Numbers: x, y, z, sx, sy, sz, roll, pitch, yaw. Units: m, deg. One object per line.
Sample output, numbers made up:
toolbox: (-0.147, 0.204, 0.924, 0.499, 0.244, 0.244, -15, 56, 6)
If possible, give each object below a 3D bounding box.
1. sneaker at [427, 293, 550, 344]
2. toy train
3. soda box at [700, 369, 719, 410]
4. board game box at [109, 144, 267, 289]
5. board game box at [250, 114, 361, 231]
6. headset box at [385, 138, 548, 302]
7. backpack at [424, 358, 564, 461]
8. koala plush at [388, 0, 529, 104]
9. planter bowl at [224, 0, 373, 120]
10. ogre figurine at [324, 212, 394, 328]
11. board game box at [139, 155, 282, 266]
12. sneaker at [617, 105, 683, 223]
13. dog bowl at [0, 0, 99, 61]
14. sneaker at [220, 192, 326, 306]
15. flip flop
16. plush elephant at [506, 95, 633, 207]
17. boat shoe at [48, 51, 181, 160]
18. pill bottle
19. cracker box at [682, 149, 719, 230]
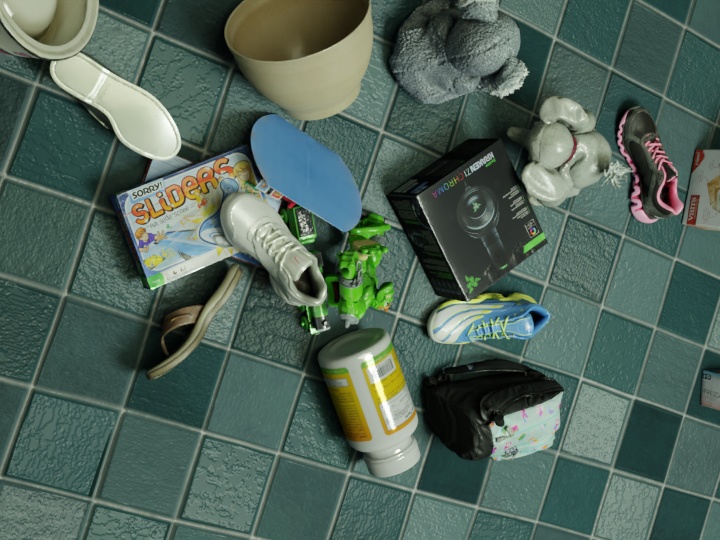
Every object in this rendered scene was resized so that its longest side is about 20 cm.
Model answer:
sneaker: (0.206, 0.074, 1.834, 0.199, 0.105, 0.076, -12, 100, -27)
toy train: (-0.075, -0.002, 1.705, 0.042, 0.056, 0.201, -16, 102, -26)
soda box: (0.708, 0.212, 2.140, 0.199, 0.064, 0.069, -1, 95, -29)
board game box: (-0.223, -0.074, 1.609, 0.200, 0.034, 0.136, -25, 106, -25)
board game box: (-0.086, -0.129, 1.670, 0.200, 0.039, 0.158, 31, 37, -29)
headset box: (0.166, -0.072, 1.806, 0.174, 0.093, 0.200, -34, 110, -21)
backpack: (0.215, 0.220, 1.838, 0.199, 0.167, 0.127, -10, 119, -30)
koala plush: (0.159, -0.321, 1.718, 0.183, 0.200, 0.178, -28, 107, -23)
planter bowl: (-0.071, -0.291, 1.619, 0.200, 0.200, 0.135, -37, 137, -20)
ogre figurine: (0.000, 0.000, 1.699, 0.098, 0.200, 0.120, 2, 113, -10)
board game box: (-0.212, -0.086, 1.644, 0.200, 0.019, 0.103, 22, 83, -28)
sneaker: (0.489, -0.176, 1.969, 0.079, 0.095, 0.201, -21, 103, -23)
dog bowl: (-0.409, -0.349, 1.439, 0.200, 0.074, 0.201, 13, 75, -61)
sneaker: (-0.106, -0.029, 1.598, 0.078, 0.099, 0.200, -49, 118, -14)
flip flop: (-0.233, 0.066, 1.620, 0.058, 0.081, 0.200, 37, 75, -8)
plush elephant: (0.296, -0.183, 1.808, 0.155, 0.200, 0.165, 22, 92, -32)
boat shoe: (-0.317, -0.220, 1.549, 0.200, 0.062, 0.073, 38, 93, -24)
pill bottle: (0.019, 0.195, 1.742, 0.111, 0.111, 0.201, -26, 106, -24)
cracker box: (0.637, -0.133, 1.991, 0.058, 0.200, 0.134, 11, 90, -27)
